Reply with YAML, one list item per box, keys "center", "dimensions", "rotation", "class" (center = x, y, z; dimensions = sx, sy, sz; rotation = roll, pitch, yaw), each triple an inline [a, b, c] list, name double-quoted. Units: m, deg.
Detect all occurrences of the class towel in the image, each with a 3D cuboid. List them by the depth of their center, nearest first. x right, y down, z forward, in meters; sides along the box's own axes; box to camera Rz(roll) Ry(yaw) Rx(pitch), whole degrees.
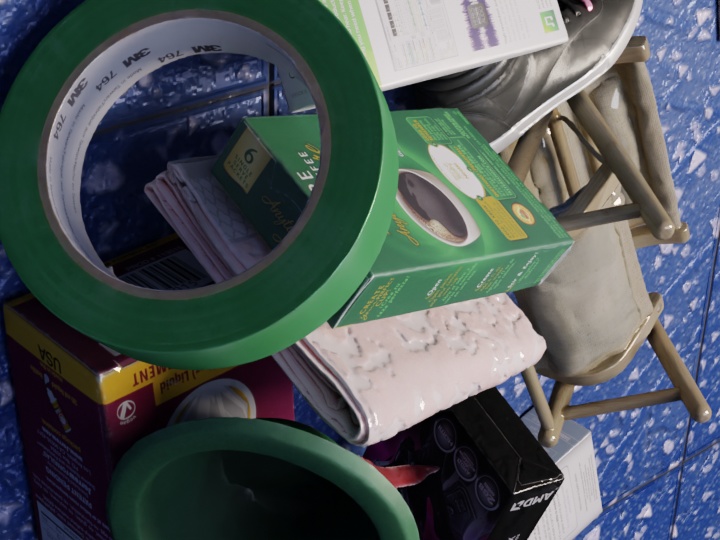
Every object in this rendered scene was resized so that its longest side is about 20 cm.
- center: [0.000, 0.000, 0.850]
  dimensions: [0.200, 0.191, 0.032]
  rotation: [-17, 154, -54]
  class: "towel"

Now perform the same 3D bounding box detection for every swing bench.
- center: [0.161, -0.020, 1.044]
  dimensions: [0.200, 0.130, 0.199]
  rotation: [-85, 159, -45]
  class: "swing bench"

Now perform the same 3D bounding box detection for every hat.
- center: [-0.037, 0.095, 0.836]
  dimensions: [0.176, 0.165, 0.200]
  rotation: [-75, 173, -49]
  class: "hat"

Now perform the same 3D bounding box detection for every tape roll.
- center: [-0.082, -0.052, 0.744]
  dimensions: [0.201, 0.200, 0.048]
  rotation: [-55, 164, -6]
  class: "tape roll"

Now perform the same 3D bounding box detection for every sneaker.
- center: [0.109, -0.160, 0.973]
  dimensions: [0.200, 0.071, 0.099]
  rotation: [-42, 141, -14]
  class: "sneaker"

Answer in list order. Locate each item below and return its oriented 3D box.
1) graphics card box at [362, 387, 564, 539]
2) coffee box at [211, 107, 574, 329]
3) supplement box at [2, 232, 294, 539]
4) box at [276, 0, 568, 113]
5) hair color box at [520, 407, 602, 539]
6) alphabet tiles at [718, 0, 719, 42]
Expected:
- center: [0.051, 0.163, 1.013]
  dimensions: [0.051, 0.126, 0.200]
  rotation: [-8, 138, -36]
  class: "graphics card box"
- center: [0.023, -0.036, 0.845]
  dimensions: [0.200, 0.123, 0.044]
  rotation: [-11, 146, -51]
  class: "coffee box"
- center: [-0.117, 0.098, 0.869]
  dimensions: [0.131, 0.103, 0.200]
  rotation: [-26, 129, -34]
  class: "supplement box"
- center: [0.024, -0.180, 0.857]
  dimensions: [0.200, 0.036, 0.145]
  rotation: [-19, 95, -38]
  class: "box"
- center: [0.102, 0.207, 1.183]
  dimensions: [0.200, 0.061, 0.099]
  rotation: [-37, 134, -26]
  class: "hair color box"
- center: [0.338, -0.276, 1.188]
  dimensions: [0.166, 0.006, 0.200]
  rotation: [-35, 133, -26]
  class: "alphabet tiles"
